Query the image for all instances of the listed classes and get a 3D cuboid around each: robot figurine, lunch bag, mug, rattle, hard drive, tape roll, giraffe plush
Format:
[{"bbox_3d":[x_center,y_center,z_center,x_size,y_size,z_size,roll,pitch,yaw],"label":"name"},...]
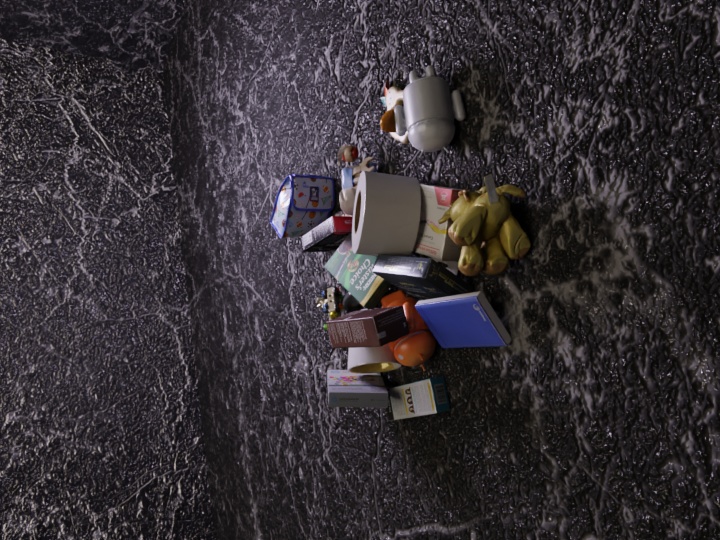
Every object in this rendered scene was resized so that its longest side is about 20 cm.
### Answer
[{"bbox_3d":[0.160,-0.366,1.231,0.166,0.113,0.205,-9,82,21],"label":"robot figurine"},{"bbox_3d":[-0.180,-0.211,1.697,0.124,0.167,0.203,48,129,39],"label":"lunch bag"},{"bbox_3d":[0.021,0.194,1.443,0.185,0.147,0.157,-28,60,46],"label":"mug"},{"bbox_3d":[0.063,-0.421,1.361,0.202,0.140,0.131,62,156,25],"label":"rattle"},{"bbox_3d":[0.115,0.149,1.314,0.144,0.115,0.202,-50,51,36],"label":"robot figurine"},{"bbox_3d":[0.223,0.115,1.173,0.133,0.025,0.199,55,148,-14],"label":"hard drive"},{"bbox_3d":[0.059,-0.136,1.306,0.203,0.136,0.208,-174,90,-81],"label":"tape roll"},{"bbox_3d":[0.242,-0.104,1.104,0.162,0.168,0.205,-135,40,-71],"label":"giraffe plush"}]

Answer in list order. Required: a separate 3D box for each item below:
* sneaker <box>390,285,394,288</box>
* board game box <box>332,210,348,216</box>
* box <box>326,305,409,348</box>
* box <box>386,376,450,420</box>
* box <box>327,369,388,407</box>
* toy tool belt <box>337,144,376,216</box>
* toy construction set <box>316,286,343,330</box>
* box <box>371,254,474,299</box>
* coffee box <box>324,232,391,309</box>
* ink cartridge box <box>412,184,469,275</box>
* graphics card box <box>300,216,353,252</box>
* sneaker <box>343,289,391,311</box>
[{"bbox_3d":[0.063,-0.029,1.427,0.200,0.070,0.100,46,129,47],"label":"sneaker"},{"bbox_3d":[-0.028,-0.084,1.593,0.134,0.034,0.205,-15,79,55],"label":"board game box"},{"bbox_3d":[0.013,0.138,1.268,0.198,0.099,0.077,-10,95,52],"label":"box"},{"bbox_3d":[0.140,0.329,1.344,0.199,0.048,0.084,-30,66,53],"label":"box"},{"bbox_3d":[-0.012,0.313,1.412,0.200,0.152,0.042,-133,46,-84],"label":"box"},{"bbox_3d":[0.012,-0.253,1.478,0.120,0.124,0.205,-1,94,24],"label":"toy tool belt"},{"bbox_3d":[-0.080,0.131,1.634,0.132,0.091,0.202,68,176,-46],"label":"toy construction set"},{"bbox_3d":[0.142,0.021,1.231,0.198,0.156,0.052,7,70,54],"label":"box"},{"bbox_3d":[0.000,0.000,1.386,0.124,0.044,0.200,-51,49,6],"label":"coffee box"},{"bbox_3d":[0.185,-0.093,1.244,0.116,0.066,0.205,22,109,54],"label":"ink cartridge box"},{"bbox_3d":[-0.076,-0.103,1.521,0.199,0.123,0.052,-27,72,53],"label":"graphics card box"},{"bbox_3d":[0.016,0.086,1.511,0.201,0.059,0.106,-53,45,39],"label":"sneaker"}]
